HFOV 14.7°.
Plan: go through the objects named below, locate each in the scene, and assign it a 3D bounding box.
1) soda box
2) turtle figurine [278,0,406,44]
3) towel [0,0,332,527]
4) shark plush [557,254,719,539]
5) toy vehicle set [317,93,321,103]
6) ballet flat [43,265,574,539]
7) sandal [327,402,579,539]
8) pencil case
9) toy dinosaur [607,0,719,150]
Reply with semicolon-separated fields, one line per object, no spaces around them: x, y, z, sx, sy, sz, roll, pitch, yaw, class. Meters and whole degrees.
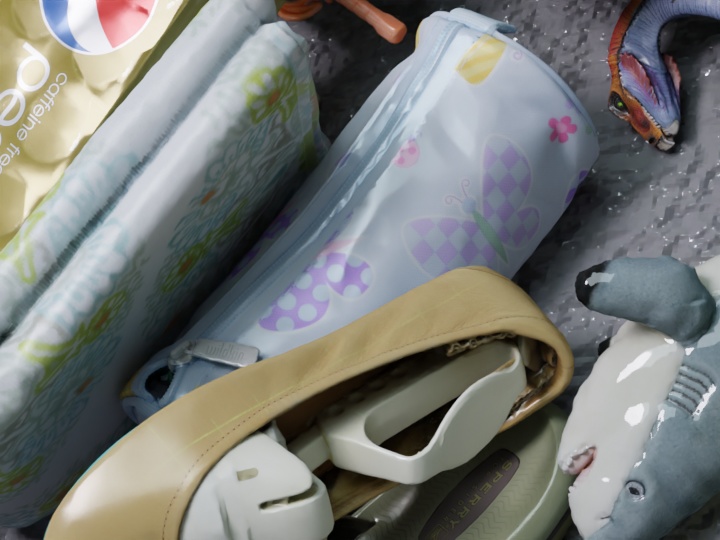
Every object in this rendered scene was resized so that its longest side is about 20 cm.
-0.102;-0.069;1.032;0.068;0.064;0.201;38;97;23;soda box
0.004;-0.154;1.143;0.161;0.065;0.200;-41;38;-13;turtle figurine
-0.085;0.000;0.995;0.048;0.171;0.200;36;81;11;towel
0.160;0.031;0.947;0.199;0.091;0.084;-15;68;-7;shark plush
-0.125;-0.055;1.167;0.199;0.027;0.125;22;70;38;toy vehicle set
-0.013;0.058;0.927;0.199;0.069;0.063;-31;39;-24;ballet flat
-0.004;0.114;0.955;0.080;0.057;0.201;30;74;40;sandal
0.000;0.000;1.014;0.200;0.091;0.083;-50;31;-13;pencil case
0.182;-0.084;1.011;0.199;0.106;0.181;-19;21;-35;toy dinosaur
